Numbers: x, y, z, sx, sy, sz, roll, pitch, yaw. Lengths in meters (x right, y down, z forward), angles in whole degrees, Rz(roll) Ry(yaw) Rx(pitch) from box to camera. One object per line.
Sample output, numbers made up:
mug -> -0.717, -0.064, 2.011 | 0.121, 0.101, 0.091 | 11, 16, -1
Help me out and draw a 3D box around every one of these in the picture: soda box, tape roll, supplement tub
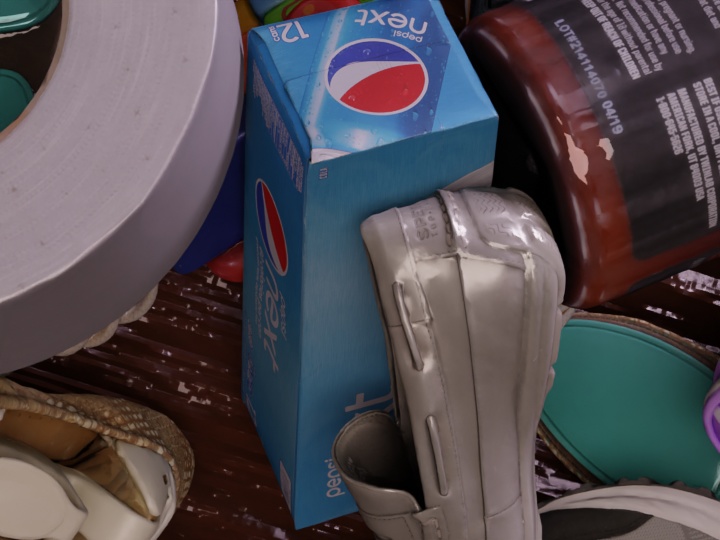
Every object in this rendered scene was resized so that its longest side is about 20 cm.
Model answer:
soda box -> 0.000, 0.000, 1.029 | 0.067, 0.064, 0.201 | -14, 143, -15
tape roll -> -0.139, -0.069, 0.950 | 0.199, 0.066, 0.202 | -2, 72, 5
supplement tub -> 0.139, -0.068, 1.006 | 0.199, 0.107, 0.108 | -21, 100, -13

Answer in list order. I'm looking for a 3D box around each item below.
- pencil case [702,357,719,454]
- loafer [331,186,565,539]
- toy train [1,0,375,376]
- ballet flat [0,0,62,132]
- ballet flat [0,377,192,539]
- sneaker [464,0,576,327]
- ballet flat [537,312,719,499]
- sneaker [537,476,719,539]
pencil case -> 0.193, -0.007, 1.073 | 0.201, 0.084, 0.086 | -59, 134, -26
loafer -> 0.024, 0.065, 0.989 | 0.069, 0.070, 0.201 | -3, 115, -11
toy train -> -0.072, -0.055, 1.071 | 0.199, 0.116, 0.085 | -32, 143, 9
ballet flat -> -0.126, -0.070, 1.024 | 0.069, 0.069, 0.201 | -2, 76, -5
ballet flat -> -0.111, 0.077, 1.038 | 0.065, 0.200, 0.071 | 39, 101, 33
sneaker -> 0.072, -0.066, 1.083 | 0.078, 0.079, 0.201 | 9, 89, -5
ballet flat -> 0.149, 0.078, 1.117 | 0.199, 0.065, 0.071 | 30, 91, 22
sneaker -> 0.139, 0.137, 1.061 | 0.199, 0.074, 0.080 | 22, 61, 21
